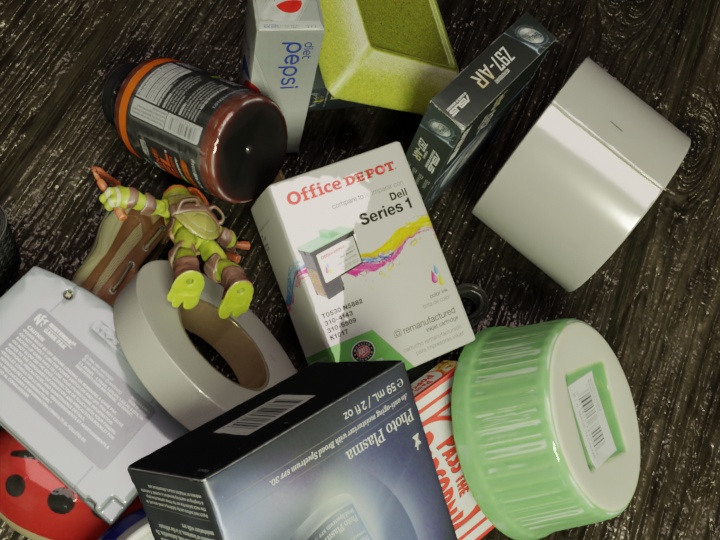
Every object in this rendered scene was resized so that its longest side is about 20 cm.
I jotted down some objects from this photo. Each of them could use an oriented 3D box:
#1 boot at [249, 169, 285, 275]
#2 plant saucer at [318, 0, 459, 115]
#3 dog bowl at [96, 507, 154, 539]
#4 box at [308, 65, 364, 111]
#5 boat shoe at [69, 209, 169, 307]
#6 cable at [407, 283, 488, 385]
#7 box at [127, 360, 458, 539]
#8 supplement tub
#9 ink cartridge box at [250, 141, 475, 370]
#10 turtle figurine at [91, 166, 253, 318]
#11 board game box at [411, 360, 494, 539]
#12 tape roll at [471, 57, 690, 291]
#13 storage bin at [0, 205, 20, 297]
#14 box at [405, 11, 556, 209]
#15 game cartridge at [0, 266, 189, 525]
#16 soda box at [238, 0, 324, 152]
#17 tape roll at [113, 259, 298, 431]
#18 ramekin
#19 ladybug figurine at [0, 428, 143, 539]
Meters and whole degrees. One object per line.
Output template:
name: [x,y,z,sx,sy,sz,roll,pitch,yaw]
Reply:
boot: [-0.023,-0.044,0.930,0.153,0.073,0.203,-19,75,-20]
plant saucer: [0.027,-0.272,0.957,0.197,0.048,0.204,1,67,-44]
dog bowl: [-0.141,0.291,0.727,0.196,0.078,0.205,5,79,-29]
box: [-0.017,-0.291,1.046,0.154,0.051,0.204,-9,71,-18]
boat shoe: [-0.236,0.021,0.854,0.072,0.076,0.204,21,66,-7]
cable: [0.059,0.086,0.923,0.096,0.051,0.201,29,55,6]
box: [-0.037,0.198,0.677,0.198,0.122,0.203,-25,102,-39]
supplement tub: [-0.172,-0.147,0.889,0.198,0.108,0.107,26,60,34]
ink cartridge box: [0.000,0.000,0.844,0.142,0.084,0.204,-20,86,-20]
turtle figurine: [-0.149,-0.030,0.829,0.064,0.199,0.162,-44,48,14]
board game box: [0.046,0.202,0.835,0.198,0.046,0.154,-32,100,-23]
tape roll: [0.229,-0.100,0.944,0.138,0.203,0.203,38,65,5]
storage bin: [-0.408,0.025,0.799,0.133,0.094,0.204,20,66,-5]
box: [0.110,-0.154,0.937,0.043,0.201,0.160,41,64,7]
game cartridge: [-0.239,0.097,0.760,0.199,0.041,0.134,41,68,3]
soda box: [-0.086,-0.200,0.908,0.067,0.201,0.065,-4,64,-14]
tape roll: [-0.130,0.077,0.800,0.037,0.202,0.203,-43,81,14]
ramekin: [0.180,0.143,0.836,0.198,0.096,0.205,23,58,-43]
ladybug figurine: [-0.238,0.174,0.790,0.195,0.072,0.139,3,68,-12]
